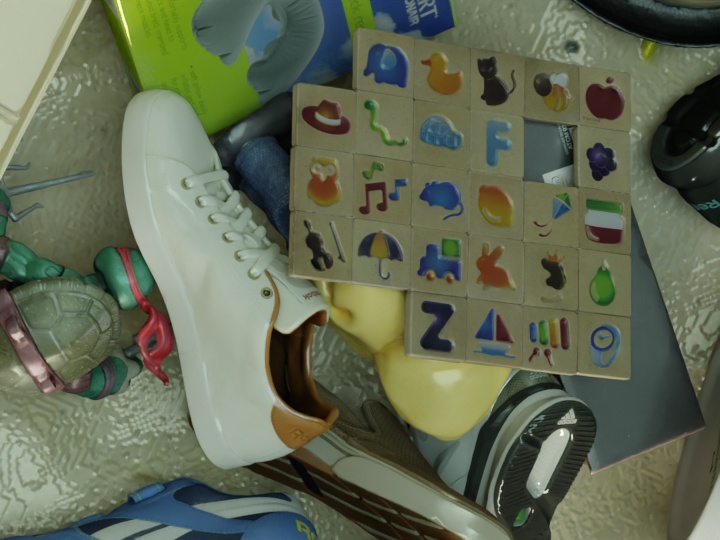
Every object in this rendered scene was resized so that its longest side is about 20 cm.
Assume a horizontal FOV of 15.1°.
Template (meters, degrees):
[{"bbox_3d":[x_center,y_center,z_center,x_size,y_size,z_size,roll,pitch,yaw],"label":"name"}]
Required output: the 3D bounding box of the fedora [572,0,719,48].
[{"bbox_3d":[0.177,-0.218,1.470,0.201,0.092,0.201,0,90,-6],"label":"fedora"}]

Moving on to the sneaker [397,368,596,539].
[{"bbox_3d":[0.051,0.116,1.500,0.076,0.115,0.201,1,128,-38],"label":"sneaker"}]

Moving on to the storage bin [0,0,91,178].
[{"bbox_3d":[-0.200,-0.132,1.352,0.094,0.200,0.199,28,88,-15],"label":"storage bin"}]

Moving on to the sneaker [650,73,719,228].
[{"bbox_3d":[0.250,-0.107,1.529,0.200,0.075,0.079,-45,118,-1],"label":"sneaker"}]

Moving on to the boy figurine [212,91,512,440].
[{"bbox_3d":[0.000,0.000,1.427,0.064,0.124,0.200,-38,73,-10],"label":"boy figurine"}]

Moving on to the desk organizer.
[{"bbox_3d":[0.113,0.003,1.494,0.072,0.077,0.200,-21,97,-14],"label":"desk organizer"}]

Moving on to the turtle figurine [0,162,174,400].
[{"bbox_3d":[-0.177,0.022,1.417,0.200,0.101,0.150,-25,110,-1],"label":"turtle figurine"}]

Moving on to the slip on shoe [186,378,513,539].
[{"bbox_3d":[0.002,0.097,1.443,0.061,0.200,0.076,-54,146,-21],"label":"slip on shoe"}]

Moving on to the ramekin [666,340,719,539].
[{"bbox_3d":[0.235,0.094,1.474,0.094,0.202,0.202,18,91,-2],"label":"ramekin"}]

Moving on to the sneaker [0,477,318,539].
[{"bbox_3d":[-0.116,0.158,1.464,0.200,0.082,0.074,-1,128,0],"label":"sneaker"}]

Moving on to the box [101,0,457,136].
[{"bbox_3d":[-0.034,-0.153,1.436,0.200,0.048,0.122,-25,136,-10],"label":"box"}]

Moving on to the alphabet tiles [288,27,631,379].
[{"bbox_3d":[0.054,-0.035,1.401,0.200,0.008,0.167,7,77,-26],"label":"alphabet tiles"}]

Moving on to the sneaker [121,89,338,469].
[{"bbox_3d":[-0.059,-0.003,1.397,0.085,0.073,0.200,-16,93,29],"label":"sneaker"}]
